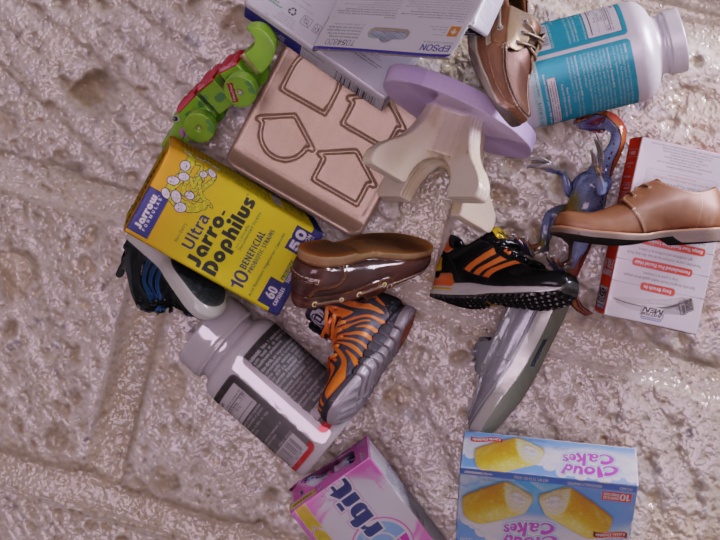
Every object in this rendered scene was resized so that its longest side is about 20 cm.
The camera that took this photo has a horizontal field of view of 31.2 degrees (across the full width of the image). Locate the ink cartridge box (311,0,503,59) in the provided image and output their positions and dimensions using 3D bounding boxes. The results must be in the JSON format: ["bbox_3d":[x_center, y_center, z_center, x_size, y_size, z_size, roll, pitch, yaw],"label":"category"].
[{"bbox_3d":[0.067,-0.301,1.384,0.198,0.041,0.202,12,68,39],"label":"ink cartridge box"}]

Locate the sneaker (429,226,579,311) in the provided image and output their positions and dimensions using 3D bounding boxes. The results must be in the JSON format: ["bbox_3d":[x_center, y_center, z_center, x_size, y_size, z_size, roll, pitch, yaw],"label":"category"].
[{"bbox_3d":[0.159,-0.007,1.435,0.199,0.069,0.091,-2,74,47],"label":"sneaker"}]

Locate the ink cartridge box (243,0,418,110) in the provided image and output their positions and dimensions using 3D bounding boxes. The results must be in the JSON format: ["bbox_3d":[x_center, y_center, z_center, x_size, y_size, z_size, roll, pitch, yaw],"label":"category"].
[{"bbox_3d":[0.000,-0.317,1.480,0.195,0.043,0.201,35,72,3],"label":"ink cartridge box"}]

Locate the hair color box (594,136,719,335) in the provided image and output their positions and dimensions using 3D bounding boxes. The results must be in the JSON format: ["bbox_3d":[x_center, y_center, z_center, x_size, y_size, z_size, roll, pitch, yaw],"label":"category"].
[{"bbox_3d":[0.340,-0.040,1.453,0.109,0.064,0.203,12,93,-2],"label":"hair color box"}]

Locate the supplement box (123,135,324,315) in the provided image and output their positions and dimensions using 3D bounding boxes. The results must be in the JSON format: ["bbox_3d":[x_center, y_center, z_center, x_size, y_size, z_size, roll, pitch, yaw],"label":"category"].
[{"bbox_3d":[-0.156,-0.052,1.463,0.198,0.110,0.110,29,96,-13],"label":"supplement box"}]

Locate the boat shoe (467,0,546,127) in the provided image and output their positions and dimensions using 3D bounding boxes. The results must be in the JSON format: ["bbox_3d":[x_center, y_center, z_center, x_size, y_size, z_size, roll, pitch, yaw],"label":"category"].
[{"bbox_3d":[0.156,-0.245,1.357,0.071,0.076,0.203,-22,59,24],"label":"boat shoe"}]

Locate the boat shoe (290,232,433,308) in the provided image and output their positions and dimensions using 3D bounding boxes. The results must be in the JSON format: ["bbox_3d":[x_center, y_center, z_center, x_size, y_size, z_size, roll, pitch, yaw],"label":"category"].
[{"bbox_3d":[0.000,0.000,1.454,0.070,0.198,0.071,28,116,45],"label":"boat shoe"}]

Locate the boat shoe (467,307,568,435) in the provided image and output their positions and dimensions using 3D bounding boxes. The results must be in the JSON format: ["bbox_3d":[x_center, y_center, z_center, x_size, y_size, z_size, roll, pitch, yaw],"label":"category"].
[{"bbox_3d":[0.168,0.096,1.489,0.071,0.070,0.203,33,102,28],"label":"boat shoe"}]

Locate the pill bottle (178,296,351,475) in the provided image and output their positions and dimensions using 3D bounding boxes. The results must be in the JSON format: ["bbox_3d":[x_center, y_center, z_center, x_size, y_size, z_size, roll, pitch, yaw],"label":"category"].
[{"bbox_3d":[-0.105,0.130,1.491,0.200,0.114,0.114,41,97,3],"label":"pill bottle"}]

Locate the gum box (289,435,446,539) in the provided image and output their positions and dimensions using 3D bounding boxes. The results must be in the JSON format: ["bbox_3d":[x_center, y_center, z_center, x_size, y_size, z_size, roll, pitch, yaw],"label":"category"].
[{"bbox_3d":[0.015,0.300,1.487,0.113,0.066,0.201,-35,103,6],"label":"gum box"}]

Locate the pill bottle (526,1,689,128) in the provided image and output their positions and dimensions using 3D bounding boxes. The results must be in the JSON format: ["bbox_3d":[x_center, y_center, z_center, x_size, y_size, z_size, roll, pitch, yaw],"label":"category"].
[{"bbox_3d":[0.259,-0.231,1.432,0.197,0.111,0.113,-13,92,7],"label":"pill bottle"}]

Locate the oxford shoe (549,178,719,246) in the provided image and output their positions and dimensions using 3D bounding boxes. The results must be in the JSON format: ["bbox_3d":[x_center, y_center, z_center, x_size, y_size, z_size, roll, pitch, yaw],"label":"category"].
[{"bbox_3d":[0.296,-0.062,1.388,0.197,0.071,0.073,-3,90,-12],"label":"oxford shoe"}]

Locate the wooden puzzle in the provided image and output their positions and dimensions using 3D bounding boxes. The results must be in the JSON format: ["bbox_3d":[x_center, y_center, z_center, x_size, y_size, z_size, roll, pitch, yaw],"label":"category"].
[{"bbox_3d":[-0.034,-0.168,1.505,0.184,0.046,0.202,29,91,4],"label":"wooden puzzle"}]

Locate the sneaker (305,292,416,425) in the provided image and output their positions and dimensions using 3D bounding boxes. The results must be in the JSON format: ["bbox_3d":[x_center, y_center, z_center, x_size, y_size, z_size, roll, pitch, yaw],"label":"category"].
[{"bbox_3d":[-0.024,0.087,1.460,0.111,0.200,0.078,27,131,11],"label":"sneaker"}]

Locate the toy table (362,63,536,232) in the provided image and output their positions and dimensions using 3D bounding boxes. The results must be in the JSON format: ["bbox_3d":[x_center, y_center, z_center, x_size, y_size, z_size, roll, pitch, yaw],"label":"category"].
[{"bbox_3d":[0.096,-0.129,1.412,0.198,0.183,0.119,24,80,-21],"label":"toy table"}]

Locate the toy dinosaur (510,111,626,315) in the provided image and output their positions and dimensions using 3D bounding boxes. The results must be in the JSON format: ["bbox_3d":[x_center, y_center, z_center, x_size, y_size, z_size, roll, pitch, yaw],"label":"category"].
[{"bbox_3d":[0.251,-0.086,1.477,0.104,0.201,0.182,29,71,42],"label":"toy dinosaur"}]

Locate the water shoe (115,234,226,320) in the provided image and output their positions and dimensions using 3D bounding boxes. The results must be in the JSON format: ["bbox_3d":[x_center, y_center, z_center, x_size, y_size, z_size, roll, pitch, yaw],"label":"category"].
[{"bbox_3d":[-0.218,0.022,1.485,0.071,0.200,0.080,16,107,-39],"label":"water shoe"}]

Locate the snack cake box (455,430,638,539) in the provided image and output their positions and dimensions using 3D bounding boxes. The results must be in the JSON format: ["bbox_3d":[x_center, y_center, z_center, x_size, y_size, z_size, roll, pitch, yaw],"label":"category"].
[{"bbox_3d":[0.209,0.255,1.463,0.197,0.067,0.116,4,122,7],"label":"snack cake box"}]

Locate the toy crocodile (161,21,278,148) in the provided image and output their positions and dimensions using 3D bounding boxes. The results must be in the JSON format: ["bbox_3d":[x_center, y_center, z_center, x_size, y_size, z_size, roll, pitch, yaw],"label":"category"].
[{"bbox_3d":[-0.163,-0.205,1.479,0.062,0.068,0.199,44,124,-16],"label":"toy crocodile"}]
